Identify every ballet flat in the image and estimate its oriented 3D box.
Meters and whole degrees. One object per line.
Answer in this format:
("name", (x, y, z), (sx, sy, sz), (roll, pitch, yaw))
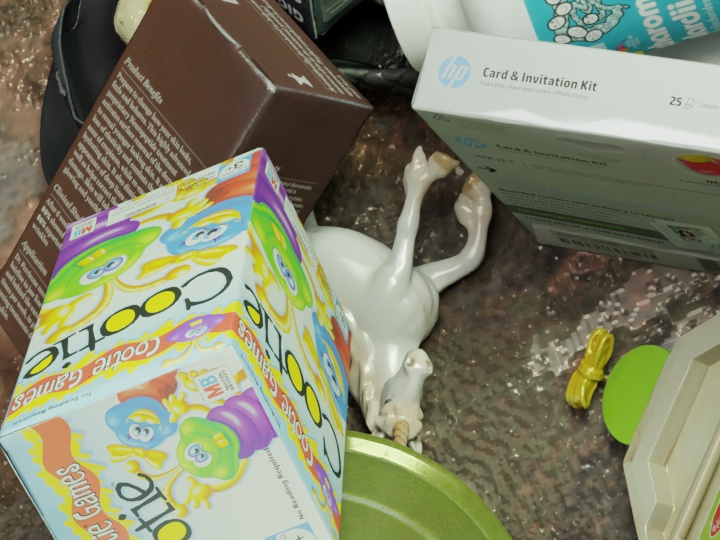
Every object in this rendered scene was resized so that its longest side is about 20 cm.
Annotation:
("ballet flat", (-0.027, -0.123, 1.281), (0.199, 0.057, 0.067), (6, 72, 12))

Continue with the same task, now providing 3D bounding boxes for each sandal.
("sandal", (-0.131, -0.117, 1.336), (0.076, 0.043, 0.201), (-5, 72, 19))

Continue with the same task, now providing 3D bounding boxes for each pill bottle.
("pill bottle", (0.109, -0.148, 1.131), (0.199, 0.111, 0.111), (-16, 69, 14))

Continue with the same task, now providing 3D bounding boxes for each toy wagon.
("toy wagon", (0.170, 0.075, 1.146), (0.200, 0.039, 0.156), (28, 96, 51))

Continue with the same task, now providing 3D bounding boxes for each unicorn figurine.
("unicorn figurine", (0.000, 0.000, 1.245), (0.200, 0.074, 0.138), (29, 95, 39))

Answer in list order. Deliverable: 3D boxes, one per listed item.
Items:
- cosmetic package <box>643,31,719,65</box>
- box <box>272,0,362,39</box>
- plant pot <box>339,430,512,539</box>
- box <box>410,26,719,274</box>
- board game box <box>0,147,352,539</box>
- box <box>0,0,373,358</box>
("cosmetic package", (0.186, -0.095, 1.193), (0.199, 0.085, 0.108), (10, 74, 23))
("box", (-0.003, -0.229, 1.290), (0.200, 0.046, 0.159), (-40, 63, -16))
("plant pot", (-0.026, 0.186, 1.085), (0.199, 0.190, 0.201), (1, 100, 5))
("box", (0.126, -0.045, 1.135), (0.155, 0.200, 0.041), (10, 79, 23))
("board game box", (-0.071, 0.046, 1.092), (0.103, 0.200, 0.105), (-21, 113, 11))
("box", (-0.089, -0.030, 1.233), (0.100, 0.075, 0.200), (50, 119, 36))
